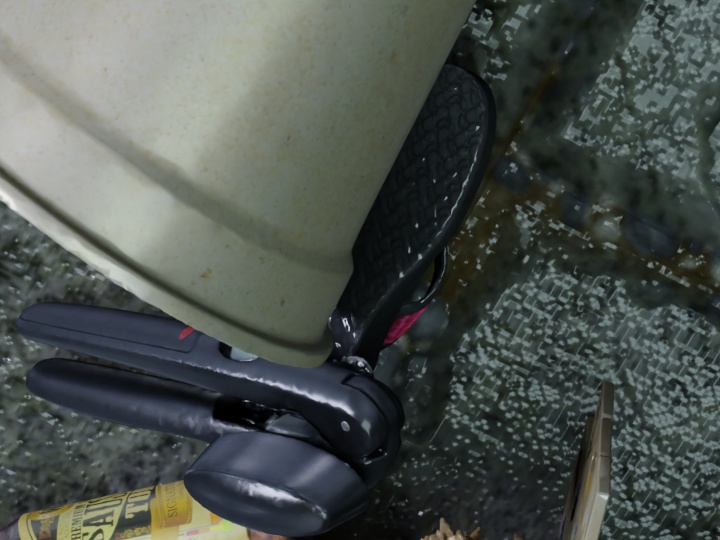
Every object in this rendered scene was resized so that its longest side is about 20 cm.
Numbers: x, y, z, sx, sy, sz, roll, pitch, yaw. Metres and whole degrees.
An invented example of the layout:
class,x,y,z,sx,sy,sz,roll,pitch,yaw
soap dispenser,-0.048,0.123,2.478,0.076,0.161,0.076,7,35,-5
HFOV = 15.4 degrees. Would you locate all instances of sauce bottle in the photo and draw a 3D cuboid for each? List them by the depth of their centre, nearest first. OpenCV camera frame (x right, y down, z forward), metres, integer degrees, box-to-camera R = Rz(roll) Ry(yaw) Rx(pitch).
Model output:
class,x,y,z,sx,sy,sz,roll,pitch,yaw
sauce bottle,-0.119,0.132,1.151,0.199,0.066,0.066,-13,112,7

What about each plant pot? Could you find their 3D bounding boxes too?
class,x,y,z,sx,sy,sz,roll,pitch,yaw
plant pot,-0.044,-0.096,0.993,0.200,0.201,0.184,33,100,-11

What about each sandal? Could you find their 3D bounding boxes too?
class,x,y,z,sx,sy,sz,roll,pitch,yaw
sandal,0.000,0.000,1.095,0.075,0.045,0.201,38,115,28

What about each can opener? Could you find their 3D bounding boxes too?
class,x,y,z,sx,sy,sz,roll,pitch,yaw
can opener,-0.066,0.048,1.078,0.199,0.078,0.064,20,116,36

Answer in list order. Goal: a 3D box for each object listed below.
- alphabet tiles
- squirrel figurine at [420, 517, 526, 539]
class,x,y,z,sx,sy,sz,roll,pitch,yaw
alphabet tiles,0.079,0.155,1.094,0.006,0.167,0.201,12,113,2
squirrel figurine,0.003,0.197,1.105,0.200,0.142,0.187,-34,152,10
